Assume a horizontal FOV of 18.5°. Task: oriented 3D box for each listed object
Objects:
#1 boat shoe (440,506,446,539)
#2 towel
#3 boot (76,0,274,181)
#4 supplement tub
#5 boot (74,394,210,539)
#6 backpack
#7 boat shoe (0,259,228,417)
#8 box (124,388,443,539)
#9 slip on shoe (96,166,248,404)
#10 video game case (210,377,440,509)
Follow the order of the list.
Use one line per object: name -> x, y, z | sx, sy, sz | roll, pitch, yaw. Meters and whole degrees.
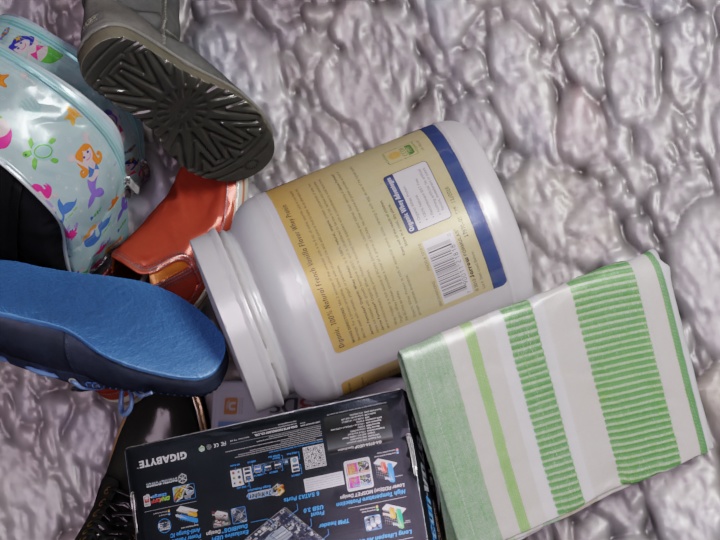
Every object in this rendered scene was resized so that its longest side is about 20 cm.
boat shoe -> 0.029, 0.213, 1.495 | 0.071, 0.066, 0.203 | 9, 88, 12
towel -> 0.129, 0.086, 1.437 | 0.199, 0.023, 0.154 | -22, 107, -19
boot -> -0.135, -0.176, 1.519 | 0.072, 0.182, 0.201 | -34, 40, 17
supplement tub -> 0.000, 0.000, 1.455 | 0.198, 0.144, 0.146 | -22, 82, -5
boot -> -0.161, 0.170, 1.499 | 0.077, 0.138, 0.202 | 10, 87, 14
backpack -> -0.236, -0.082, 1.501 | 0.177, 0.200, 0.151 | 31, 73, 13
boat shoe -> -0.174, 0.044, 1.467 | 0.199, 0.069, 0.084 | 20, 48, 22
box -> -0.047, 0.175, 1.433 | 0.198, 0.046, 0.160 | -13, 76, 13
slip on shoe -> -0.139, -0.005, 1.531 | 0.074, 0.061, 0.201 | 25, 85, 44
video game case -> -0.029, 0.173, 1.489 | 0.181, 0.022, 0.202 | -3, 79, 33
